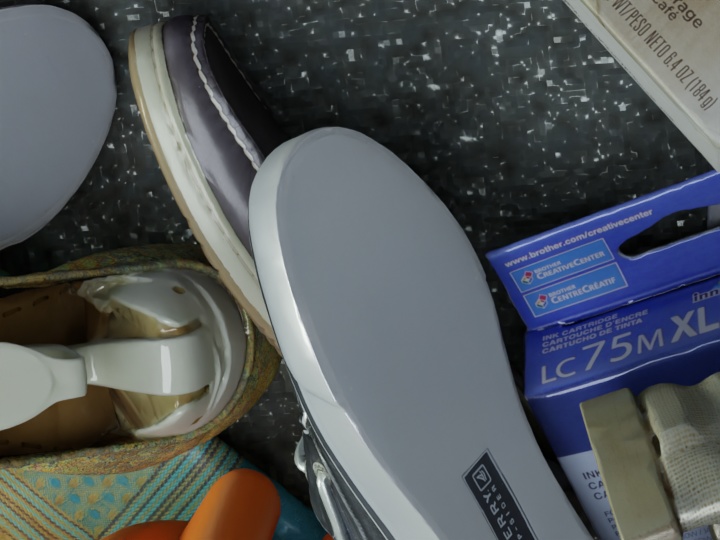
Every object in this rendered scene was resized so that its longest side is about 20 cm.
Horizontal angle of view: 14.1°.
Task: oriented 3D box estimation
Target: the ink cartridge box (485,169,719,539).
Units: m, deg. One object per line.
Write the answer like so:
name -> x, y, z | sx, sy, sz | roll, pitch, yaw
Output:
ink cartridge box -> 0.128, 0.059, 0.882 | 0.119, 0.042, 0.200 | -19, 121, 16

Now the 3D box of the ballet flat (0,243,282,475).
ballet flat -> -0.087, 0.029, 0.858 | 0.071, 0.200, 0.071 | 8, 101, 50

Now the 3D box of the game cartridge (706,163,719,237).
game cartridge -> 0.201, -0.034, 0.840 | 0.200, 0.038, 0.130 | 7, 135, 11

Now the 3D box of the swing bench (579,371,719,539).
swing bench -> 0.178, 0.083, 0.800 | 0.199, 0.130, 0.200 | -17, 117, 3

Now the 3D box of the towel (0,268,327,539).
towel -> -0.105, 0.091, 0.969 | 0.200, 0.022, 0.147 | 40, 113, -9

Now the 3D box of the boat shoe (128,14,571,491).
boat shoe -> 0.000, 0.000, 0.895 | 0.065, 0.072, 0.200 | -27, 108, 14

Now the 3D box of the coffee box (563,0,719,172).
coffee box -> 0.132, -0.135, 0.765 | 0.200, 0.080, 0.114 | -43, 83, 3

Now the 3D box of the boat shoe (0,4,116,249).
boat shoe -> -0.160, -0.014, 0.878 | 0.066, 0.200, 0.072 | 9, 138, 50

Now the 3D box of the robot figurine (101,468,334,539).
robot figurine -> -0.062, 0.159, 0.918 | 0.144, 0.117, 0.200 | 7, 122, -38

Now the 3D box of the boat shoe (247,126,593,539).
boat shoe -> 0.012, 0.053, 0.849 | 0.068, 0.072, 0.200 | -10, 116, 48
